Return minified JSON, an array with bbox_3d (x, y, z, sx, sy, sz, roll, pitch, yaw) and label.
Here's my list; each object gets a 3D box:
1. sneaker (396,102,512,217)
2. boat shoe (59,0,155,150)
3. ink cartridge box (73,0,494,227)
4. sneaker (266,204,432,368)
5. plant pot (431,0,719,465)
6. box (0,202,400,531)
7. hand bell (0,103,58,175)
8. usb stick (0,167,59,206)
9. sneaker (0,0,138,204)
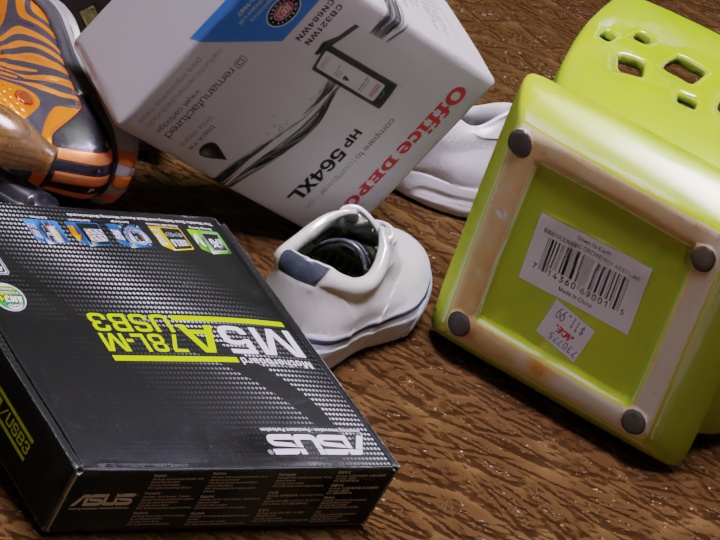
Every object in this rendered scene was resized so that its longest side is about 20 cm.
[{"bbox_3d":[0.005,-0.104,1.886,0.199,0.089,0.075,15,24,-18],"label":"sneaker"},{"bbox_3d":[-0.157,-0.172,1.796,0.071,0.201,0.076,-14,11,12],"label":"boat shoe"},{"bbox_3d":[-0.041,-0.120,1.713,0.200,0.146,0.084,27,23,-44],"label":"ink cartridge box"},{"bbox_3d":[0.000,0.000,1.655,0.073,0.071,0.200,26,22,10],"label":"sneaker"},{"bbox_3d":[0.164,-0.018,1.701,0.199,0.200,0.181,30,28,18],"label":"plant pot"},{"bbox_3d":[-0.107,0.045,1.439,0.199,0.048,0.193,4,36,-41],"label":"box"},{"bbox_3d":[-0.253,-0.101,1.571,0.199,0.104,0.104,25,21,-3],"label":"hand bell"},{"bbox_3d":[-0.250,-0.070,1.621,0.199,0.033,0.055,29,-3,16],"label":"usb stick"},{"bbox_3d":[-0.214,-0.112,1.701,0.112,0.078,0.200,6,26,-38],"label":"sneaker"}]
